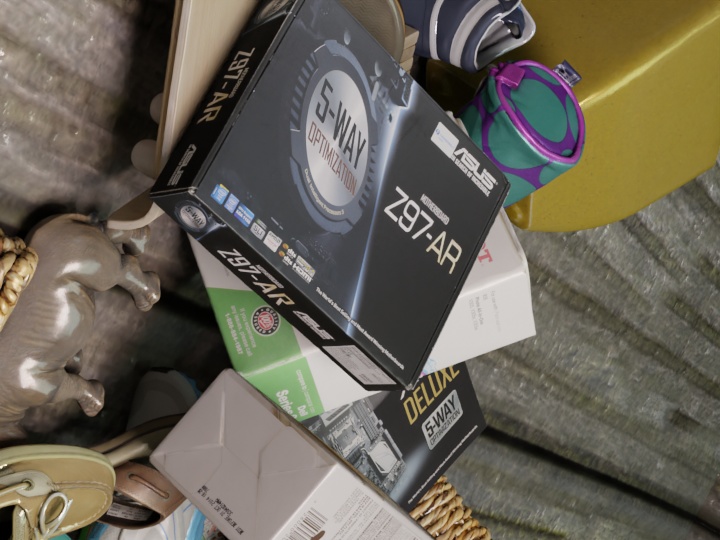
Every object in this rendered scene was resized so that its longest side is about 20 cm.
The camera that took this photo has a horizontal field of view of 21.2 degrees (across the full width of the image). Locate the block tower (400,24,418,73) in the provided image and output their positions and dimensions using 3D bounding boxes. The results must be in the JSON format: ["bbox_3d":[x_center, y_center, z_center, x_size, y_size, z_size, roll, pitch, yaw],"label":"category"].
[{"bbox_3d":[-0.011,-0.093,1.381,0.058,0.054,0.201,-34,145,-49],"label":"block tower"}]

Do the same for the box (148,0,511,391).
[{"bbox_3d":[-0.012,-0.048,1.149,0.200,0.043,0.161,44,61,-30],"label":"box"}]

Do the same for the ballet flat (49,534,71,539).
[{"bbox_3d":[-0.245,0.204,1.207,0.073,0.073,0.200,-65,162,8],"label":"ballet flat"}]

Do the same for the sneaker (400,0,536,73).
[{"bbox_3d":[0.093,-0.235,1.373,0.201,0.108,0.070,-61,158,-2],"label":"sneaker"}]

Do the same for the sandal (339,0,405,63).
[{"bbox_3d":[-0.025,-0.112,1.293,0.055,0.081,0.201,-92,-157,-61],"label":"sandal"}]

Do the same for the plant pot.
[{"bbox_3d":[0.157,-0.146,1.517,0.200,0.194,0.196,-37,148,-29],"label":"plant pot"}]

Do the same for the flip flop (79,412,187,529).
[{"bbox_3d":[-0.153,0.139,1.231,0.199,0.058,0.081,-10,156,-28],"label":"flip flop"}]

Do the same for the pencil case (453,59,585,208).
[{"bbox_3d":[0.076,-0.080,1.404,0.085,0.093,0.200,-37,-178,-42],"label":"pencil case"}]

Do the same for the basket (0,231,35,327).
[{"bbox_3d":[-0.271,0.038,0.954,0.201,0.148,0.143,-60,-170,-4],"label":"basket"}]

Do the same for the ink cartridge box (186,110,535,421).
[{"bbox_3d":[0.000,0.000,1.278,0.199,0.146,0.088,-21,146,-2],"label":"ink cartridge box"}]

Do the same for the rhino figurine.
[{"bbox_3d":[-0.194,0.054,1.149,0.087,0.060,0.201,23,96,-48],"label":"rhino figurine"}]

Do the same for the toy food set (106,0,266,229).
[{"bbox_3d":[-0.100,-0.136,1.146,0.143,0.060,0.201,-42,148,-58],"label":"toy food set"}]

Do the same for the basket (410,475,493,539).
[{"bbox_3d":[-0.006,0.249,1.514,0.200,0.149,0.143,-37,176,-27],"label":"basket"}]

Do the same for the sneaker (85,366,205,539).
[{"bbox_3d":[-0.148,0.165,1.308,0.086,0.075,0.202,10,81,-54],"label":"sneaker"}]

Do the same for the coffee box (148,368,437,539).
[{"bbox_3d":[-0.029,0.157,1.228,0.080,0.114,0.200,-49,143,-3],"label":"coffee box"}]

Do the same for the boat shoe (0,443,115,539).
[{"bbox_3d":[-0.225,0.150,1.107,0.200,0.063,0.073,-4,136,-40],"label":"boat shoe"}]

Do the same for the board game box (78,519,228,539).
[{"bbox_3d":[-0.151,0.209,1.454,0.200,0.029,0.135,-14,127,-60],"label":"board game box"}]

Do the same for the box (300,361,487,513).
[{"bbox_3d":[-0.001,0.116,1.391,0.200,0.050,0.158,-45,135,-29],"label":"box"}]
